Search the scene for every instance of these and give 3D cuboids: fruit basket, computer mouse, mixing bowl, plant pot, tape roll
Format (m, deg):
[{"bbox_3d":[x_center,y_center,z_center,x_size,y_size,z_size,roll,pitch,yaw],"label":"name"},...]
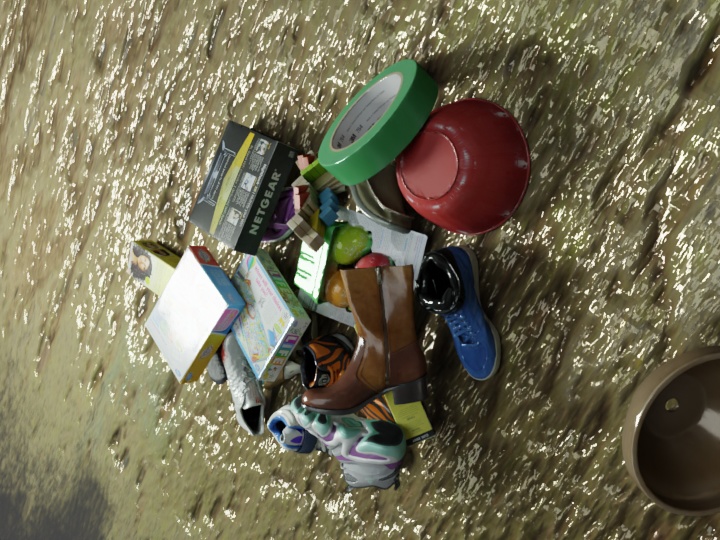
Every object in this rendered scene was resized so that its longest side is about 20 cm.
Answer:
[{"bbox_3d":[0.000,0.000,1.227,0.200,0.094,0.185,18,107,20],"label":"fruit basket"},{"bbox_3d":[-0.230,0.109,1.435,0.140,0.046,0.200,-14,75,43],"label":"computer mouse"},{"bbox_3d":[0.124,-0.148,1.084,0.200,0.108,0.200,4,96,38],"label":"mixing bowl"},{"bbox_3d":[0.385,0.172,0.893,0.093,0.201,0.201,-122,41,-71],"label":"plant pot"},{"bbox_3d":[0.023,-0.215,1.115,0.200,0.048,0.200,-39,28,25],"label":"tape roll"}]

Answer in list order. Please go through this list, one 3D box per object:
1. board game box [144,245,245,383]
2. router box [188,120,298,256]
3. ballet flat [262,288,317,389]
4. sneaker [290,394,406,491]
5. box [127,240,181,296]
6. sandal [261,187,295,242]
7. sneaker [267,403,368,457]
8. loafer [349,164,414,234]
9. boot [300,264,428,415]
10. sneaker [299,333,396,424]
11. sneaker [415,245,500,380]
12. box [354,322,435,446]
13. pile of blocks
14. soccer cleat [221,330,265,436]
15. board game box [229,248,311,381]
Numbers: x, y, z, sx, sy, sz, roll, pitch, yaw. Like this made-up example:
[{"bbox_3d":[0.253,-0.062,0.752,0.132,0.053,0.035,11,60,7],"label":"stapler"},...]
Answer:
[{"bbox_3d":[-0.300,0.079,1.378,0.153,0.040,0.200,51,120,28],"label":"board game box"},{"bbox_3d":[-0.207,-0.146,1.342,0.157,0.052,0.200,30,100,43],"label":"router box"},{"bbox_3d":[-0.114,0.130,1.340,0.072,0.068,0.200,22,105,15],"label":"ballet flat"},{"bbox_3d":[-0.024,0.277,1.175,0.200,0.078,0.140,21,126,31],"label":"sneaker"},{"bbox_3d":[-0.388,0.006,1.524,0.200,0.050,0.075,25,110,39],"label":"box"},{"bbox_3d":[-0.130,-0.106,1.327,0.203,0.050,0.083,-24,79,38],"label":"sandal"},{"bbox_3d":[-0.058,0.277,1.247,0.200,0.146,0.081,24,109,35],"label":"sneaker"},{"bbox_3d":[0.025,-0.133,1.170,0.070,0.075,0.200,-52,50,22],"label":"loafer"},{"bbox_3d":[-0.005,0.096,1.088,0.188,0.068,0.200,-9,95,7],"label":"boot"},{"bbox_3d":[-0.027,0.187,1.235,0.200,0.112,0.078,43,119,27],"label":"sneaker"},{"bbox_3d":[0.134,0.065,1.095,0.077,0.111,0.200,-11,88,39],"label":"sneaker"},{"bbox_3d":[0.051,0.159,1.162,0.050,0.075,0.200,-24,93,4],"label":"box"},{"bbox_3d":[-0.071,-0.126,1.206,0.082,0.062,0.200,-19,49,23],"label":"pile of blocks"},{"bbox_3d":[-0.203,0.203,1.376,0.085,0.069,0.200,-141,43,-61],"label":"soccer cleat"},{"bbox_3d":[-0.168,0.071,1.308,0.134,0.034,0.200,-58,44,22],"label":"board game box"}]
